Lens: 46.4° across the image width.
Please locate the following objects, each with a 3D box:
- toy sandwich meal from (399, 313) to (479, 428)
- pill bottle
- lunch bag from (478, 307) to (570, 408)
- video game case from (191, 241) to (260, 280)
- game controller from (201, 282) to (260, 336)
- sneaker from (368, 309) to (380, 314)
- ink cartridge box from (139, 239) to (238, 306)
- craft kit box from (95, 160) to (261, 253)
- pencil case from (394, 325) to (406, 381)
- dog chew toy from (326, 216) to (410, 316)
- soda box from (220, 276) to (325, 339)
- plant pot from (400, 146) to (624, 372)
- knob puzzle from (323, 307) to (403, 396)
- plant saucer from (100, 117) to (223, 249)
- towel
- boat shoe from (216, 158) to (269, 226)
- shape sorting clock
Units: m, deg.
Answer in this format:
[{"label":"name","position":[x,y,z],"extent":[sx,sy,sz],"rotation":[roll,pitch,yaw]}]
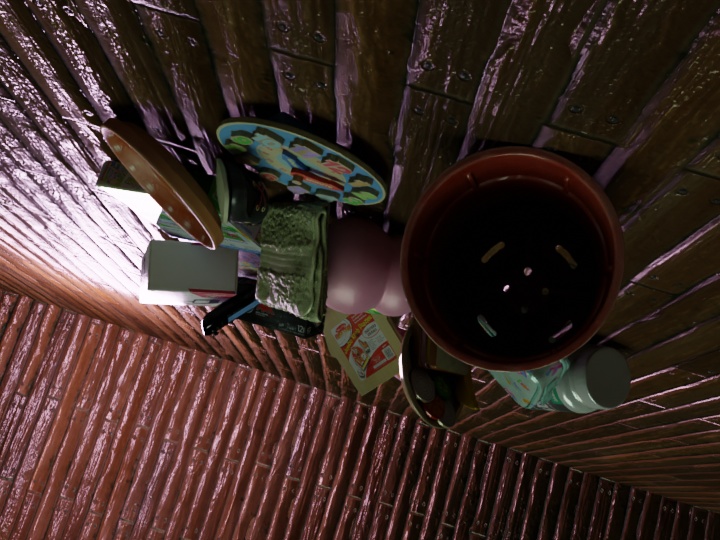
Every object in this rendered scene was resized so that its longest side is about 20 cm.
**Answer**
[{"label":"toy sandwich meal","position":[0.138,0.156,1.385],"extent":[0.070,0.208,0.204],"rotation":[-16,148,37]},{"label":"pill bottle","position":[0.337,0.174,1.373],"extent":[0.112,0.115,0.199],"rotation":[23,165,-21]},{"label":"lunch bag","position":[0.235,0.124,1.261],"extent":[0.160,0.077,0.200],"rotation":[45,171,17]},{"label":"video game case","position":[-0.203,-0.017,1.496],"extent":[0.141,0.018,0.200],"rotation":[12,165,24]},{"label":"game controller","position":[-0.181,0.048,1.417],"extent":[0.042,0.199,0.104],"rotation":[58,167,-4]},{"label":"sneaker","position":[-0.021,0.029,1.336],"extent":[0.198,0.075,0.083],"rotation":[25,160,-28]},{"label":"ink cartridge box","position":[-0.293,0.009,1.416],"extent":[0.142,0.086,0.200],"rotation":[4,171,-18]},{"label":"craft kit box","position":[-0.249,-0.090,1.232],"extent":[0.197,0.049,0.197],"rotation":[11,167,25]},{"label":"pencil case","position":[0.066,0.143,1.526],"extent":[0.199,0.088,0.087],"rotation":[31,179,42]},{"label":"dog chew toy","position":[0.036,0.003,1.098],"extent":[0.197,0.127,0.124],"rotation":[12,167,-13]},{"label":"soda box","position":[-0.159,0.064,1.523],"extent":[0.197,0.072,0.063],"rotation":[13,-169,29]},{"label":"plant pot","position":[0.156,0.005,0.834],"extent":[0.198,0.204,0.195],"rotation":[12,174,18]},{"label":"knob puzzle","position":[0.001,0.104,1.487],"extent":[0.218,0.223,0.030],"rotation":[2,-157,46]},{"label":"plant saucer","position":[-0.238,-0.109,1.032],"extent":[0.200,0.032,0.201],"rotation":[43,166,13]},{"label":"towel","position":[-0.089,-0.018,1.080],"extent":[0.036,0.151,0.199],"rotation":[2,-176,-26]},{"label":"boat shoe","position":[-0.141,-0.092,1.001],"extent":[0.062,0.075,0.201],"rotation":[-3,179,-6]},{"label":"shape sorting clock","position":[-0.065,-0.114,0.923],"extent":[0.197,0.040,0.200],"rotation":[17,165,4]}]
